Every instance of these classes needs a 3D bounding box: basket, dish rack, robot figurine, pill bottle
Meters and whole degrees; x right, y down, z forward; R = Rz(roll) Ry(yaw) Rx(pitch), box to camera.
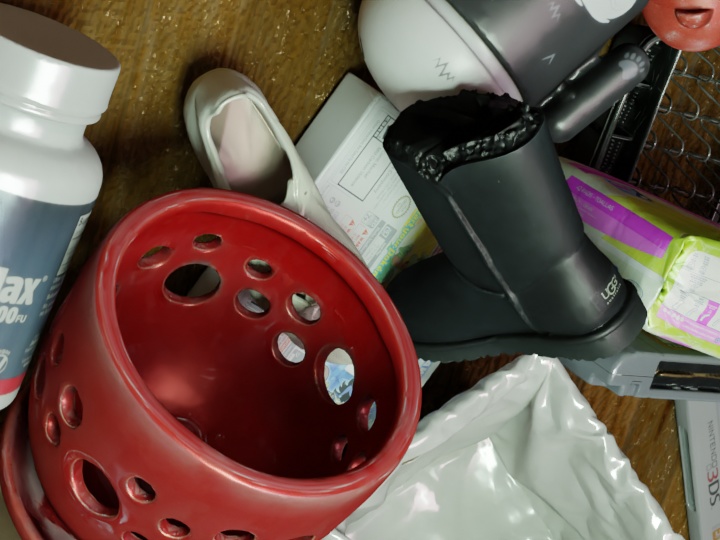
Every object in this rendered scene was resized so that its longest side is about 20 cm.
[{"bbox_3d":[0.080,0.190,1.467,0.198,0.161,0.200,-34,87,-17],"label":"basket"},{"bbox_3d":[0.234,-0.085,1.535,0.199,0.055,0.154,8,113,-32],"label":"dish rack"},{"bbox_3d":[0.091,-0.168,1.335,0.200,0.150,0.125,-42,145,-2],"label":"robot figurine"},{"bbox_3d":[-0.207,-0.036,1.204,0.119,0.120,0.201,11,109,-40],"label":"pill bottle"}]

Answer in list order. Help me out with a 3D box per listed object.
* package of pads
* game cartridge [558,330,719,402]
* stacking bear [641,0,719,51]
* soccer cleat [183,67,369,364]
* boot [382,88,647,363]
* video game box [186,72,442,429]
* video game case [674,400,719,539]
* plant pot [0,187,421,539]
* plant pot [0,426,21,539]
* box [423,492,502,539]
[{"bbox_3d":[0.216,0.006,1.431,0.200,0.154,0.068,20,101,-38],"label":"package of pads"},{"bbox_3d":[0.204,0.048,1.548,0.199,0.133,0.042,5,114,-38],"label":"game cartridge"},{"bbox_3d":[0.267,-0.197,1.450,0.199,0.121,0.114,-18,123,-26],"label":"stacking bear"},{"bbox_3d":[-0.045,-0.025,1.314,0.069,0.078,0.200,-30,107,-4],"label":"soccer cleat"},{"bbox_3d":[0.059,-0.028,1.321,0.076,0.200,0.168,-50,123,-30],"label":"boot"},{"bbox_3d":[0.000,0.000,1.429,0.182,0.047,0.200,34,95,-41],"label":"video game box"},{"bbox_3d":[0.333,0.108,1.758,0.200,0.022,0.183,-28,130,-20],"label":"video game case"},{"bbox_3d":[-0.092,0.082,1.252,0.200,0.201,0.183,-2,148,-35],"label":"plant pot"},{"bbox_3d":[-0.174,0.216,1.348,0.200,0.175,0.201,-19,128,-27],"label":"plant pot"},{"bbox_3d":[0.034,0.211,1.582,0.200,0.049,0.082,-31,131,-17],"label":"box"}]
